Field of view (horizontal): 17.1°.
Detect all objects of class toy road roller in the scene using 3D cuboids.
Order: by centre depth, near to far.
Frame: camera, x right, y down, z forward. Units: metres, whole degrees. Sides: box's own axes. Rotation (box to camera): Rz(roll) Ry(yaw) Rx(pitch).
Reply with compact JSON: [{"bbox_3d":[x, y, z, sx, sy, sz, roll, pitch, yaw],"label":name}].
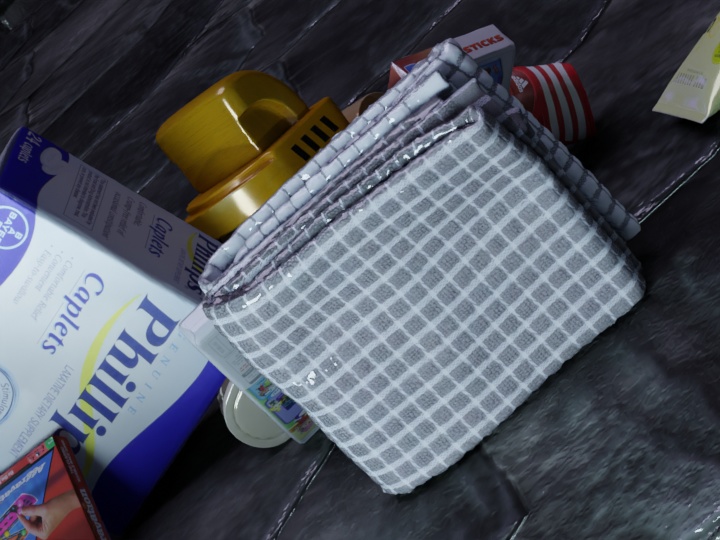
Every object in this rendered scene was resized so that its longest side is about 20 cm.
[{"bbox_3d":[-0.052,-0.082,1.697,0.123,0.146,0.200,-30,12,39],"label":"toy road roller"}]

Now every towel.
[{"bbox_3d":[0.037,0.004,1.276,0.200,0.166,0.086,-40,23,12],"label":"towel"}]

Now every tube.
[{"bbox_3d":[0.248,-0.165,1.402,0.200,0.052,0.058,-50,-24,-2],"label":"tube"}]

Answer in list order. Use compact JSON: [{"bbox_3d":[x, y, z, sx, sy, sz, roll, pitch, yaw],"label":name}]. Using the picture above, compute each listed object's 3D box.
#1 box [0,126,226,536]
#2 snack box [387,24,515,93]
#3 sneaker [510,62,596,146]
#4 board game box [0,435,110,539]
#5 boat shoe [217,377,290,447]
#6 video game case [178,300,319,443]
[{"bbox_3d":[-0.194,0.042,1.604,0.184,0.199,0.105,-55,13,21],"label":"box"},{"bbox_3d":[0.043,-0.043,1.363,0.072,0.201,0.024,-22,49,-28],"label":"snack box"},{"bbox_3d":[0.087,-0.064,1.537,0.115,0.079,0.200,-12,-20,-27],"label":"sneaker"},{"bbox_3d":[-0.249,0.206,1.582,0.200,0.103,0.019,-38,-25,22],"label":"board game box"},{"bbox_3d":[-0.025,0.017,1.523,0.201,0.072,0.060,-59,15,8],"label":"boat shoe"},{"bbox_3d":[0.000,0.000,1.417,0.200,0.182,0.022,-45,61,-3],"label":"video game case"}]
